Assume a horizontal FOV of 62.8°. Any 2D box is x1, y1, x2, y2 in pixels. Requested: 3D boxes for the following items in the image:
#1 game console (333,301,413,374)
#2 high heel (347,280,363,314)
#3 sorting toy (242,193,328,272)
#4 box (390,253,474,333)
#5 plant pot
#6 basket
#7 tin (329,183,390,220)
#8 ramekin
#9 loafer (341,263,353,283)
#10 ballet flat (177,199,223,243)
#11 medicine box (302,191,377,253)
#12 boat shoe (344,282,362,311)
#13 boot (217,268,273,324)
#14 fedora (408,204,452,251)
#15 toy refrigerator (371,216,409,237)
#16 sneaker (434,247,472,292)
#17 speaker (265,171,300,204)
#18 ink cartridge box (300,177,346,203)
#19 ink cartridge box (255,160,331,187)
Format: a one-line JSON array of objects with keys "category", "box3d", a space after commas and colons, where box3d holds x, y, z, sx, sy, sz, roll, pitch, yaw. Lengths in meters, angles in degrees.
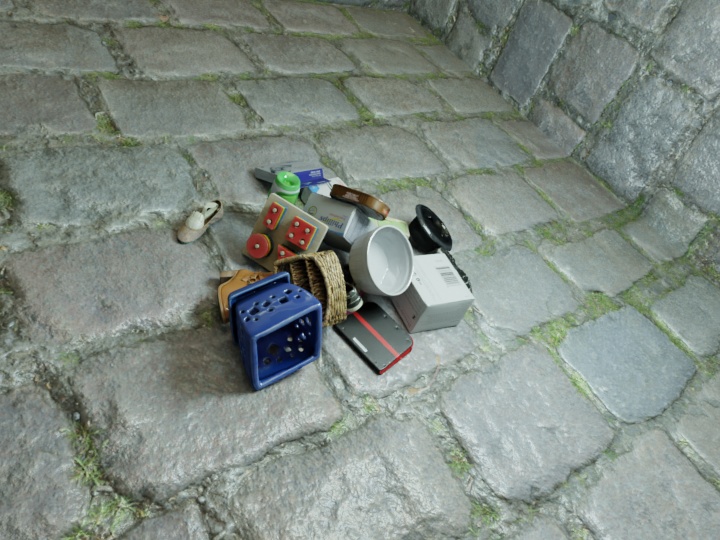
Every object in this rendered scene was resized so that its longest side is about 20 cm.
[{"category": "game console", "box3d": [0.042, 0.188, 1.698, 0.200, 0.031, 0.175, 43, 48, 20]}, {"category": "high heel", "box3d": [-0.018, 0.052, 1.737, 0.066, 0.098, 0.199, 17, 36, 34]}, {"category": "sorting toy", "box3d": [-0.226, -0.086, 1.700, 0.197, 0.202, 0.070, 30, 11, 7]}, {"category": "box", "box3d": [0.210, 0.067, 1.834, 0.196, 0.132, 0.201, -6, 49, -32]}, {"category": "plant pot", "box3d": [-0.220, 0.135, 1.459, 0.197, 0.203, 0.180, -24, 51, -27]}, {"category": "basket", "box3d": [-0.132, 0.057, 1.590, 0.146, 0.141, 0.205, -9, 90, -36]}, {"category": "tin", "box3d": [-0.004, -0.198, 1.732, 0.197, 0.043, 0.112, 22, -5, 28]}, {"category": "ramekin", "box3d": [0.056, -0.024, 1.717, 0.197, 0.104, 0.206, 7, 80, -43]}, {"category": "loafer", "box3d": [0.000, 0.000, 1.838, 0.073, 0.073, 0.198, 41, 41, 20]}, {"category": "ballet flat", "box3d": [-0.474, -0.155, 1.751, 0.067, 0.068, 0.201, 28, 40, 4]}, {"category": "medicine box", "box3d": [-0.059, -0.134, 1.807, 0.179, 0.105, 0.200, 21, -11, 31]}, {"category": "boat shoe", "box3d": [-0.072, 0.048, 1.701, 0.072, 0.068, 0.198, -45, 42, -17]}, {"category": "boot", "box3d": [-0.303, 0.062, 1.581, 0.151, 0.075, 0.202, 0, 41, -9]}, {"category": "fedora", "box3d": [0.234, -0.131, 2.072, 0.200, 0.091, 0.203, 39, 30, -27]}, {"category": "toy refrigerator", "box3d": [0.067, -0.146, 2.035, 0.195, 0.071, 0.077, 13, 41, -15]}, {"category": "sneaker", "box3d": [0.307, 0.022, 1.994, 0.202, 0.079, 0.074, 55, 26, 9]}, {"category": "speaker", "box3d": [-0.246, -0.201, 1.820, 0.086, 0.202, 0.090, 15, 40, -13]}, {"category": "ink cartridge box", "box3d": [-0.096, -0.260, 2.071, 0.198, 0.069, 0.116, -20, 57, -42]}, {"category": "ink cartridge box", "box3d": [-0.232, -0.333, 2.037, 0.197, 0.042, 0.198, -19, 32, -41]}]
